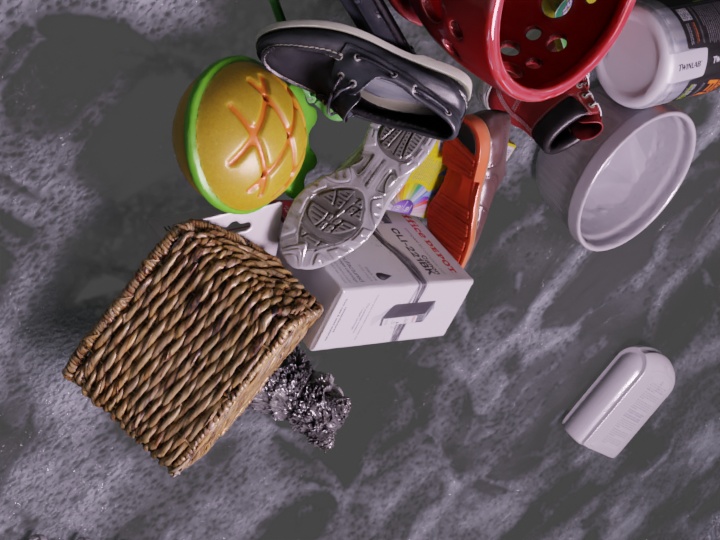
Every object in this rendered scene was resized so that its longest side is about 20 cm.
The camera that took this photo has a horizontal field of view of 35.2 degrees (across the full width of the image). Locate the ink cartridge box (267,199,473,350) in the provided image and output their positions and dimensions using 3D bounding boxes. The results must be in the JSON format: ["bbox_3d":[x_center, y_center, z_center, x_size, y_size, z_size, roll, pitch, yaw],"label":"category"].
[{"bbox_3d":[0.000,0.000,1.197,0.198,0.145,0.084,-2,132,-45],"label":"ink cartridge box"}]

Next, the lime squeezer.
[{"bbox_3d":[-0.028,-0.177,1.035,0.199,0.070,0.038,38,54,-20],"label":"lime squeezer"}]

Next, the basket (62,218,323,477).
[{"bbox_3d":[-0.151,0.062,1.068,0.201,0.149,0.143,-51,175,13],"label":"basket"}]

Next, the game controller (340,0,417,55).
[{"bbox_3d":[0.013,-0.237,1.013,0.042,0.105,0.200,-22,147,12],"label":"game controller"}]

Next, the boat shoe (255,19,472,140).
[{"bbox_3d":[0.001,-0.157,0.985,0.197,0.067,0.075,17,151,-16],"label":"boat shoe"}]

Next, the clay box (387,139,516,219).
[{"bbox_3d":[0.073,-0.118,1.240,0.199,0.048,0.116,10,118,-48],"label":"clay box"}]

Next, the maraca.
[{"bbox_3d":[-0.094,-0.121,1.021,0.199,0.106,0.139,-9,105,-60],"label":"maraca"}]

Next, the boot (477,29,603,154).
[{"bbox_3d":[0.242,-0.218,1.227,0.200,0.144,0.072,-44,143,-2],"label":"boot"}]

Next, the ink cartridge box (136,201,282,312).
[{"bbox_3d":[-0.152,0.006,1.120,0.116,0.067,0.202,-14,135,-34],"label":"ink cartridge box"}]

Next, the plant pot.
[{"bbox_3d":[0.124,-0.277,1.005,0.199,0.182,0.202,-30,139,-30],"label":"plant pot"}]

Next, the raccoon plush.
[{"bbox_3d":[-0.106,0.148,1.249,0.198,0.134,0.098,-17,138,-34],"label":"raccoon plush"}]

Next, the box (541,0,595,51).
[{"bbox_3d":[0.237,-0.308,1.153,0.202,0.048,0.118,-64,149,-17],"label":"box"}]

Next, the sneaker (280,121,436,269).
[{"bbox_3d":[0.001,-0.074,1.106,0.200,0.078,0.099,-45,176,-6],"label":"sneaker"}]

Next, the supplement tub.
[{"bbox_3d":[0.380,-0.266,1.335,0.198,0.123,0.124,-17,137,-33],"label":"supplement tub"}]

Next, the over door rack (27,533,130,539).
[{"bbox_3d":[-0.359,0.394,1.303,0.201,0.067,0.147,-53,143,12],"label":"over door rack"}]

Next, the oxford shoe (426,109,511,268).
[{"bbox_3d":[0.124,-0.080,1.228,0.072,0.071,0.202,-22,139,-35],"label":"oxford shoe"}]

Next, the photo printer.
[{"bbox_3d":[0.449,0.218,1.934,0.201,0.069,0.166,-52,144,9],"label":"photo printer"}]

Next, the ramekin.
[{"bbox_3d":[0.310,-0.136,1.410,0.199,0.105,0.202,-27,142,-23],"label":"ramekin"}]
